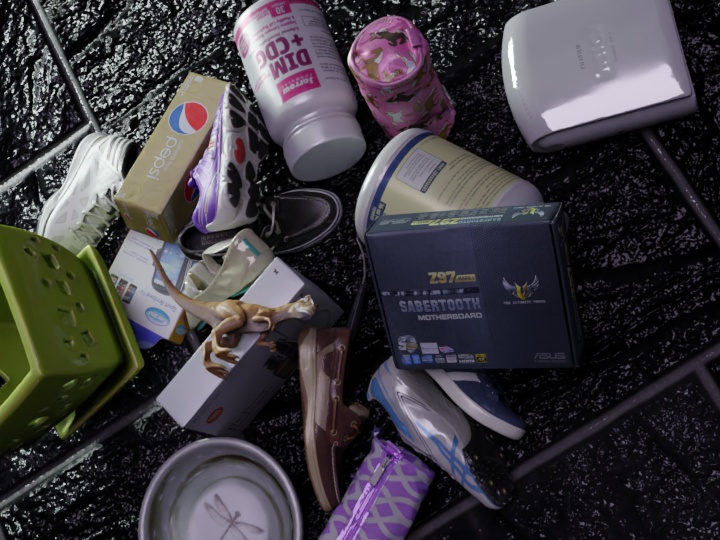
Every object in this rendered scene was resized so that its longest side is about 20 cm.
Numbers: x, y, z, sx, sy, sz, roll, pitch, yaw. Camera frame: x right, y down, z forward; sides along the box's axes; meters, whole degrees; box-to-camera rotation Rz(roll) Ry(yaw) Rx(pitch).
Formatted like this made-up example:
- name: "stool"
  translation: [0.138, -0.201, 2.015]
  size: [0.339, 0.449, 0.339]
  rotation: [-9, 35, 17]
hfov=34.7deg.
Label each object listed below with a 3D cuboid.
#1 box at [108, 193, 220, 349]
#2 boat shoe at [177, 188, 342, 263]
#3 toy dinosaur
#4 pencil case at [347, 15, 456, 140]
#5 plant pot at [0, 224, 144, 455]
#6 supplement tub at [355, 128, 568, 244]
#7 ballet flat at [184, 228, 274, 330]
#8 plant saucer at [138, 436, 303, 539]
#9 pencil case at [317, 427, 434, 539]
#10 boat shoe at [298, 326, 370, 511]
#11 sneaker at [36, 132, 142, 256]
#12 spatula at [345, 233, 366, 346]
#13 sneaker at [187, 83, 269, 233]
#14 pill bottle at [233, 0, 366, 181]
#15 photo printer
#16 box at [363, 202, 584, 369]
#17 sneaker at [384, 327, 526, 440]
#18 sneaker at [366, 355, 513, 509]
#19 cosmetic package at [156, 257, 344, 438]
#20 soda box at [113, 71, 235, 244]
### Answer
- name: "box"
  translation: [-0.237, -0.005, 1.402]
  size: [0.118, 0.041, 0.202]
  rotation: [25, 87, 22]
- name: "boat shoe"
  translation: [-0.115, -0.049, 1.339]
  size: [0.197, 0.064, 0.072]
  rotation: [-16, 86, -3]
- name: "toy dinosaur"
  translation: [-0.139, 0.051, 1.192]
  size: [0.197, 0.061, 0.107]
  rotation: [9, 56, 13]
- name: "pencil case"
  translation: [0.049, -0.201, 1.272]
  size: [0.082, 0.200, 0.087]
  rotation: [33, 85, 21]
- name: "plant pot"
  translation: [-0.373, 0.084, 1.323]
  size: [0.199, 0.180, 0.202]
  rotation: [-40, 65, 30]
- name: "supplement tub"
  translation: [0.109, -0.051, 1.243]
  size: [0.198, 0.145, 0.146]
  rotation: [29, 86, 23]
- name: "ballet flat"
  translation: [-0.161, 0.007, 1.306]
  size: [0.199, 0.069, 0.071]
  rotation: [-35, 60, 51]
- name: "plant saucer"
  translation: [-0.150, 0.289, 1.284]
  size: [0.197, 0.050, 0.204]
  rotation: [-3, 79, 17]
- name: "pencil case"
  translation: [0.004, 0.275, 1.224]
  size: [0.083, 0.085, 0.202]
  rotation: [27, 86, 18]
- name: "boat shoe"
  translation: [-0.025, 0.161, 1.258]
  size: [0.071, 0.072, 0.204]
  rotation: [-5, 90, 4]
- name: "sneaker"
  translation: [-0.324, -0.075, 1.408]
  size: [0.114, 0.075, 0.203]
  rotation: [8, 75, 45]
- name: "spatula"
  translation: [0.000, 0.000, 1.322]
  size: [0.020, 0.057, 0.204]
  rotation: [8, 84, 2]
- name: "sneaker"
  translation: [-0.160, -0.130, 1.318]
  size: [0.082, 0.081, 0.202]
  rotation: [-18, 47, 27]
- name: "pill bottle"
  translation: [-0.069, -0.216, 1.361]
  size: [0.112, 0.113, 0.202]
  rotation: [-25, 70, 10]
- name: "photo printer"
  translation: [0.257, -0.227, 1.282]
  size: [0.197, 0.069, 0.169]
  rotation: [-13, 72, 14]
- name: "box"
  translation: [0.114, 0.019, 1.147]
  size: [0.197, 0.051, 0.160]
  rotation: [-2, 115, 24]
- name: "sneaker"
  translation: [0.116, 0.092, 1.240]
  size: [0.200, 0.075, 0.085]
  rotation: [43, 96, 23]
- name: "sneaker"
  translation: [0.086, 0.179, 1.240]
  size: [0.200, 0.071, 0.073]
  rotation: [47, 125, 17]
- name: "cosmetic package"
  translation: [-0.117, 0.092, 1.276]
  size: [0.052, 0.151, 0.201]
  rotation: [41, 91, 23]
- name: "soda box"
  translation: [-0.214, -0.137, 1.380]
  size: [0.067, 0.064, 0.202]
  rotation: [17, 62, 17]
